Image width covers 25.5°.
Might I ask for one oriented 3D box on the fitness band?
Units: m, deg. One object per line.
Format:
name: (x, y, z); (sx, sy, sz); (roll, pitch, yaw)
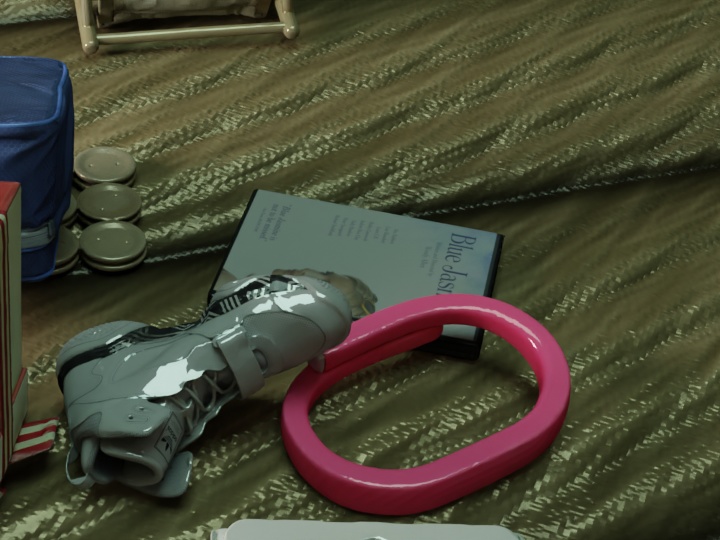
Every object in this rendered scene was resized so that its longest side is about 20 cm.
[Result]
fitness band: (0.044, 0.084, 1.050); (0.200, 0.037, 0.144); (-22, 50, -24)

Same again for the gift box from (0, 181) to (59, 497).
gift box: (-0.281, 0.049, 0.951); (0.184, 0.187, 0.200); (5, 18, 1)

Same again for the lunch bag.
lunch bag: (-0.270, -0.062, 1.101); (0.136, 0.132, 0.200); (2, 23, -6)

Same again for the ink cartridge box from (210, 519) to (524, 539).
ink cartridge box: (-0.002, 0.218, 0.749); (0.146, 0.200, 0.086); (2, 38, -5)

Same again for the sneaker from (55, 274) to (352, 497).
sneaker: (-0.098, 0.076, 1.003); (0.200, 0.075, 0.115); (-15, 42, 7)

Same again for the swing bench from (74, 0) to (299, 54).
swing bench: (-0.172, -0.304, 1.471); (0.199, 0.130, 0.200); (-5, 33, -14)

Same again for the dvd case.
dvd case: (0.000, 0.000, 1.183); (0.200, 0.018, 0.143); (11, 37, 5)

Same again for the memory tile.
memory tile: (-0.265, -0.043, 1.204); (0.200, 0.017, 0.153); (-3, 38, -13)
